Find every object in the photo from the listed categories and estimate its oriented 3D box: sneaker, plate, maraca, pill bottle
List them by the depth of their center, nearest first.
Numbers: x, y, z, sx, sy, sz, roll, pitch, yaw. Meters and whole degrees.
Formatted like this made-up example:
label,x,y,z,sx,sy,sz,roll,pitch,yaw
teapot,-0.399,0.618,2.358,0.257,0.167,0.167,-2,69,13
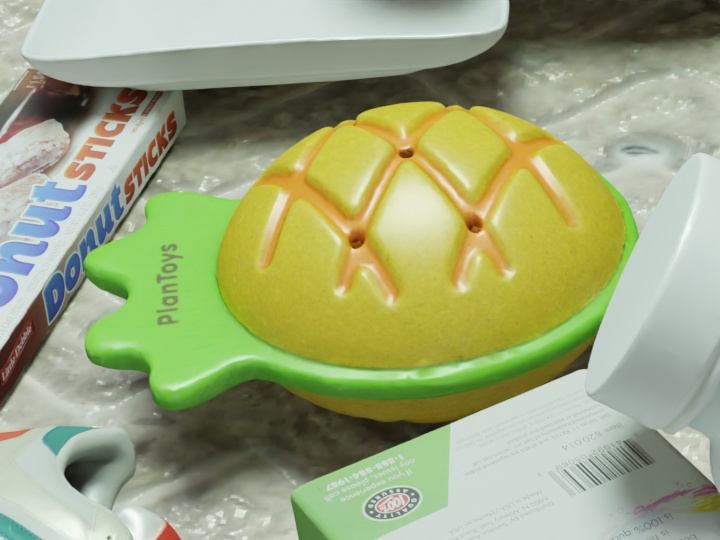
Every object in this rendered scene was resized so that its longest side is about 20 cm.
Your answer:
label,x,y,z,sx,sy,sz,roll,pitch,yaw
pill bottle,0.175,0.041,0.876,0.200,0.111,0.111,24,39,-3
sneaker,-0.099,0.113,0.927,0.093,0.070,0.200,-17,34,-2
maraca,0.000,0.000,1.032,0.200,0.107,0.137,-8,36,1
plate,-0.033,-0.121,1.247,0.199,0.032,0.200,-3,25,6

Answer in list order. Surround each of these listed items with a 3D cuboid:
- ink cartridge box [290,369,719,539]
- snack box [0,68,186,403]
label,x,y,z,sx,sy,sz,roll,pitch,yaw
ink cartridge box,0.076,0.123,0.884,0.117,0.067,0.200,-21,37,-19
snack box,-0.139,-0.016,1.152,0.072,0.024,0.200,7,38,18
